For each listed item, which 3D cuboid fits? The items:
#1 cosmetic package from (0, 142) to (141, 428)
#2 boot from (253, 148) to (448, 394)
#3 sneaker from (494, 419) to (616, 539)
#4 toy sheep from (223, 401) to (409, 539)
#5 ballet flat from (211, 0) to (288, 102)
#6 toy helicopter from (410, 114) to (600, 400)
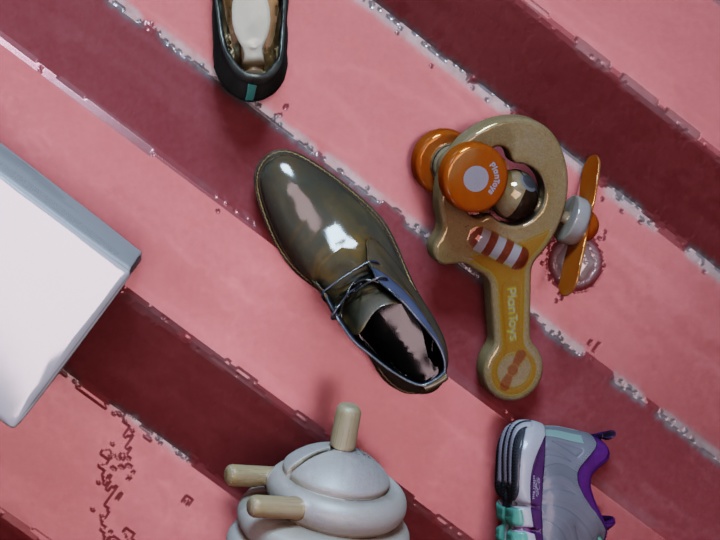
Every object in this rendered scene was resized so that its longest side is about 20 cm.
[{"bbox_3d":[-0.252,-0.018,1.041,0.199,0.200,0.123,37,88,-6],"label":"cosmetic package"},{"bbox_3d":[0.000,0.000,1.122,0.075,0.097,0.201,-38,96,-4],"label":"boot"},{"bbox_3d":[0.138,0.208,1.160,0.087,0.074,0.202,4,91,-11],"label":"sneaker"},{"bbox_3d":[-0.030,0.185,1.111,0.136,0.138,0.202,12,107,-7],"label":"toy sheep"},{"bbox_3d":[-0.072,-0.216,1.119,0.067,0.068,0.202,-5,93,-6],"label":"ballet flat"},{"bbox_3d":[0.111,-0.009,1.158,0.131,0.079,0.202,-7,104,-15],"label":"toy helicopter"}]
